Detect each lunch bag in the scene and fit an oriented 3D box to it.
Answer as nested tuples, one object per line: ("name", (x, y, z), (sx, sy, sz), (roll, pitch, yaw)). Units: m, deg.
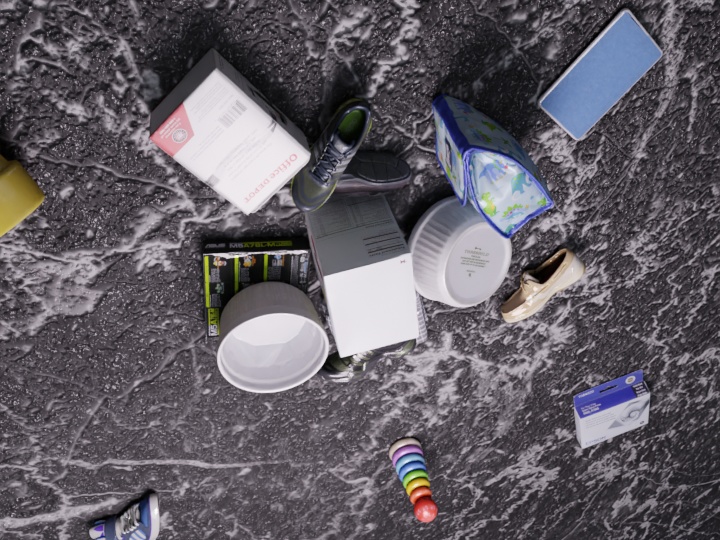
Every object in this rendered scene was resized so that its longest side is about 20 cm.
("lunch bag", (0.198, -0.177, 1.095), (0.127, 0.171, 0.200), (-36, 130, 16))

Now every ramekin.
("ramekin", (-0.161, 0.114, 1.215), (0.197, 0.106, 0.202), (-8, 132, -9))
("ramekin", (0.186, -0.026, 1.228), (0.200, 0.094, 0.206), (-14, 118, -27))

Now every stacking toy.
("stacking toy", (0.130, 0.503, 1.609), (0.084, 0.201, 0.086), (-8, 130, -10))

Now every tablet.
("tablet", (0.407, -0.328, 1.150), (0.129, 0.014, 0.200), (28, 116, -33))

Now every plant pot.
("plant pot", (-0.572, -0.121, 0.913), (0.199, 0.201, 0.190), (-27, 116, 6))

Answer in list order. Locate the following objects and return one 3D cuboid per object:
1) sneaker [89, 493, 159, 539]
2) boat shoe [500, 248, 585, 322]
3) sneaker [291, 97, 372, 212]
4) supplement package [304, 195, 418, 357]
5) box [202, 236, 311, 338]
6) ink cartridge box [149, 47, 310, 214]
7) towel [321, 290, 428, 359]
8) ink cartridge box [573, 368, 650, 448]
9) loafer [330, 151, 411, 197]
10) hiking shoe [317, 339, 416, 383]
("sneaker", (-0.544, 0.589, 1.553), (0.144, 0.081, 0.202), (3, 132, -24))
("boat shoe", (0.362, 0.026, 1.389), (0.199, 0.074, 0.069), (-40, 116, 15))
("sneaker", (-0.046, -0.182, 1.046), (0.073, 0.081, 0.202), (29, 92, -9))
("supplement package", (0.000, 0.000, 1.167), (0.145, 0.201, 0.193), (-14, 130, -5))
("box", (-0.192, 0.033, 1.238), (0.190, 0.048, 0.202), (-2, 129, -12))
("ink cartridge box", (-0.195, -0.204, 1.021), (0.146, 0.083, 0.200), (-39, 128, 15))
("towel", (0.036, 0.098, 1.332), (0.197, 0.086, 0.167), (-20, 132, -1))
("ink cartridge box", (0.656, 0.365, 1.762), (0.197, 0.041, 0.202), (-21, 131, 1))
("loafer", (-0.015, -0.155, 1.136), (0.196, 0.073, 0.063), (-2, 149, -8))
("hiking shoe", (0.003, 0.134, 1.261), (0.198, 0.076, 0.102), (-24, 125, -7))
